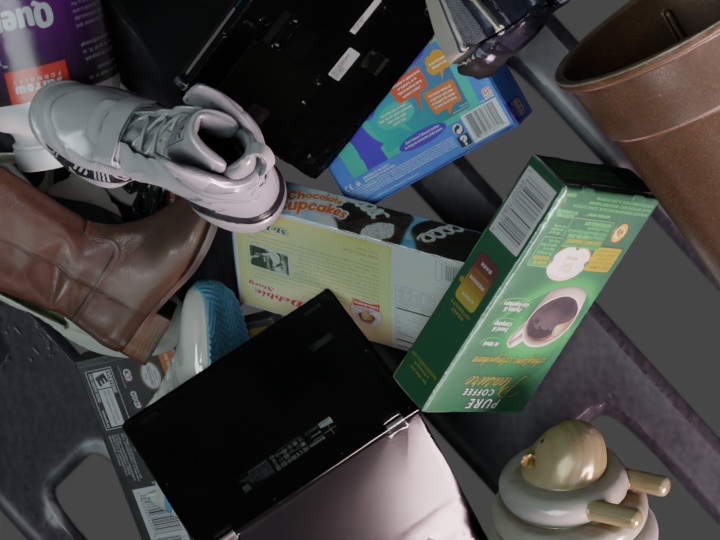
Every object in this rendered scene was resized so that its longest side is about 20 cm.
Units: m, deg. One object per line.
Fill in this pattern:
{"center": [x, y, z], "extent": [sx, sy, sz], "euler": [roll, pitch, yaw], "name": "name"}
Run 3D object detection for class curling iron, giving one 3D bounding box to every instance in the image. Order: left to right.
{"center": [-0.158, 0.006, 1.502], "extent": [0.049, 0.025, 0.202], "euler": [16, 119, 38], "name": "curling iron"}

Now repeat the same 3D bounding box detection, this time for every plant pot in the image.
{"center": [0.262, -0.094, 1.225], "extent": [0.199, 0.201, 0.199], "euler": [-27, 104, 26], "name": "plant pot"}

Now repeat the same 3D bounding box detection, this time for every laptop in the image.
{"center": [-0.062, -0.200, 1.352], "extent": [0.199, 0.104, 0.178], "euler": [30, 119, -19], "name": "laptop"}
{"center": [-0.040, 0.159, 1.385], "extent": [0.186, 0.116, 0.200], "euler": [-33, 59, -9], "name": "laptop"}

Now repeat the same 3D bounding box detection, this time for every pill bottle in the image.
{"center": [-0.248, -0.182, 1.420], "extent": [0.111, 0.112, 0.202], "euler": [-7, 105, 22], "name": "pill bottle"}

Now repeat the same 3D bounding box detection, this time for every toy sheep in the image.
{"center": [0.161, 0.201, 1.391], "extent": [0.136, 0.138, 0.202], "euler": [4, 115, 19], "name": "toy sheep"}

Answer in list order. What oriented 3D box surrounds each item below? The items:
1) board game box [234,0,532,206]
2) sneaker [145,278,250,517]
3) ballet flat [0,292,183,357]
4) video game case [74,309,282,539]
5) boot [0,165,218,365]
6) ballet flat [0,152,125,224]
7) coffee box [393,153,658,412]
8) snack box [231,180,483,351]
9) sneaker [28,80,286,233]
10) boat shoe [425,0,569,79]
{"center": [0.011, -0.164, 1.367], "extent": [0.151, 0.045, 0.201], "euler": [-27, 98, 27], "name": "board game box"}
{"center": [-0.131, 0.104, 1.452], "extent": [0.080, 0.076, 0.202], "euler": [8, 109, 20], "name": "sneaker"}
{"center": [-0.232, 0.021, 1.488], "extent": [0.198, 0.069, 0.070], "euler": [19, 114, 26], "name": "ballet flat"}
{"center": [-0.117, 0.142, 1.518], "extent": [0.179, 0.026, 0.202], "euler": [-13, 107, 20], "name": "video game case"}
{"center": [-0.211, -0.046, 1.401], "extent": [0.199, 0.064, 0.188], "euler": [27, 99, -7], "name": "boot"}
{"center": [-0.247, -0.055, 1.490], "extent": [0.198, 0.073, 0.074], "euler": [17, 113, 20], "name": "ballet flat"}
{"center": [0.117, 0.013, 1.338], "extent": [0.044, 0.122, 0.201], "euler": [46, 117, 33], "name": "coffee box"}
{"center": [0.000, 0.000, 1.406], "extent": [0.198, 0.037, 0.117], "euler": [16, 139, 15], "name": "snack box"}
{"center": [-0.144, -0.097, 1.324], "extent": [0.198, 0.115, 0.076], "euler": [23, 73, 3], "name": "sneaker"}
{"center": [0.075, -0.240, 1.276], "extent": [0.092, 0.074, 0.202], "euler": [-31, 79, 41], "name": "boat shoe"}
